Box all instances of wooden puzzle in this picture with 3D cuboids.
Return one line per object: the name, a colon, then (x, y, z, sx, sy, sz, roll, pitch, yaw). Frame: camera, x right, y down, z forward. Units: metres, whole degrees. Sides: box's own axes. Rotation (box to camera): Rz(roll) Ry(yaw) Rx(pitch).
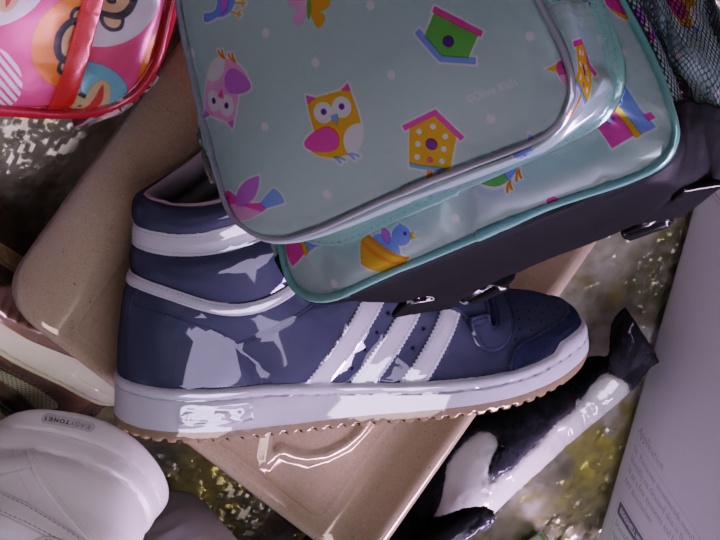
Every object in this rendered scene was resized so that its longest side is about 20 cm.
wooden puzzle: (-0.022, -0.009, 1.192, 0.200, 0.046, 0.186, 39, 82, -29)

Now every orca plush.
orca plush: (0.035, 0.077, 1.273, 0.200, 0.105, 0.071, -39, 91, 6)

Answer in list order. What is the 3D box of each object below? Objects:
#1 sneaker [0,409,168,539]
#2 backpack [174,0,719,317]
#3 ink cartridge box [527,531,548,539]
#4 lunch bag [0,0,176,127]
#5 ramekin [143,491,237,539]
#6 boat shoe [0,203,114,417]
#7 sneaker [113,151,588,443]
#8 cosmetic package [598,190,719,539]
sneaker: (-0.180, 0.099, 1.161, 0.199, 0.100, 0.075, 1, 135, 19)
backpack: (0.022, -0.102, 1.024, 0.175, 0.201, 0.153, -22, 164, 28)
ink cartridge box: (0.118, 0.231, 1.365, 0.067, 0.117, 0.200, -33, 125, -1)
lunch bag: (-0.121, -0.155, 1.076, 0.175, 0.082, 0.201, 4, 118, -26)
ramekin: (-0.064, 0.183, 1.233, 0.094, 0.202, 0.203, -36, 126, -10)
boat shoe: (-0.173, 0.002, 1.156, 0.075, 0.075, 0.202, -31, 124, 27)
sneaker: (0.000, 0.000, 1.139, 0.199, 0.070, 0.109, -7, 106, -24)
cosmetic package: (0.235, 0.074, 1.307, 0.198, 0.123, 0.201, 2, 120, -20)
